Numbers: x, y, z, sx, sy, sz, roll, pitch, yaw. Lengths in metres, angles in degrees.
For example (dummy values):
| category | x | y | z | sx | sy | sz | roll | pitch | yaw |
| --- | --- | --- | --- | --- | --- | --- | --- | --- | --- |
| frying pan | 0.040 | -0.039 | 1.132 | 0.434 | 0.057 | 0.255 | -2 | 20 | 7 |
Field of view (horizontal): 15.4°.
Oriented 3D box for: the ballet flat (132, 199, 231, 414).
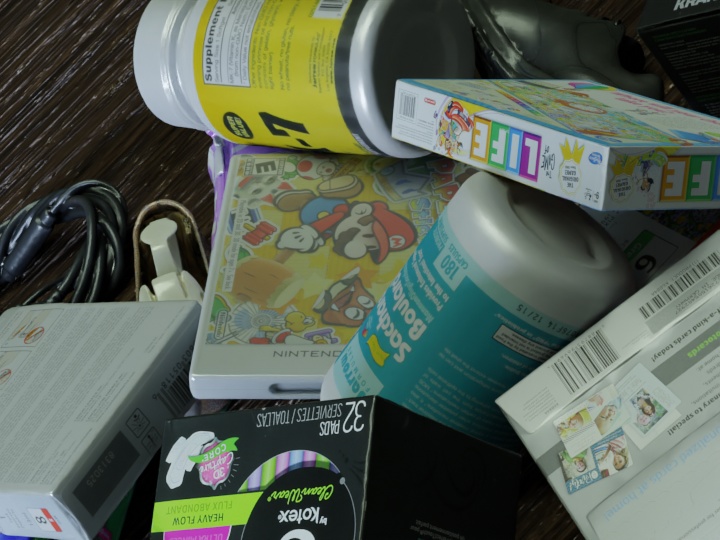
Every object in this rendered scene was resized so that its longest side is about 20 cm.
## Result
| category | x | y | z | sx | sy | sz | roll | pitch | yaw |
| --- | --- | --- | --- | --- | --- | --- | --- | --- | --- |
| ballet flat | -0.122 | 0.019 | 1.722 | 0.068 | 0.067 | 0.200 | -16 | 34 | -3 |

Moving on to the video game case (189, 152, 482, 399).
| category | x | y | z | sx | sy | sz | roll | pitch | yaw |
| --- | --- | --- | --- | --- | --- | --- | --- | --- | --- |
| video game case | 0.000 | 0.000 | 1.589 | 0.182 | 0.023 | 0.200 | 0 | 42 | 7 |

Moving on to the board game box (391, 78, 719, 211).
| category | x | y | z | sx | sy | sz | roll | pitch | yaw |
| --- | --- | --- | --- | --- | --- | --- | --- | --- | --- |
| board game box | 0.126 | -0.070 | 1.431 | 0.200 | 0.134 | 0.034 | 24 | 112 | 56 |

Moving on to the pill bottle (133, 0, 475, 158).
| category | x | y | z | sx | sy | sz | roll | pitch | yaw |
| --- | --- | --- | --- | --- | --- | --- | --- | --- | --- |
| pill bottle | -0.038 | -0.132 | 1.665 | 0.200 | 0.114 | 0.114 | 7 | 55 | 39 |

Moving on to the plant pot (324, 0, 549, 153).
| category | x | y | z | sx | sy | sz | roll | pitch | yaw |
| --- | --- | --- | --- | --- | --- | --- | --- | --- | --- |
| plant pot | 0.021 | -0.177 | 1.795 | 0.201 | 0.093 | 0.201 | -28 | 33 | 20 |

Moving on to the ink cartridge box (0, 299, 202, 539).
| category | x | y | z | sx | sy | sz | roll | pitch | yaw |
| --- | --- | --- | --- | --- | --- | --- | --- | --- | --- |
| ink cartridge box | -0.192 | 0.091 | 1.626 | 0.200 | 0.050 | 0.162 | -5 | 41 | 48 |

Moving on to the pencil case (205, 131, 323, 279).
| category | x | y | z | sx | sy | sz | roll | pitch | yaw |
| --- | --- | --- | --- | --- | --- | --- | --- | --- | --- |
| pencil case | -0.062 | -0.020 | 1.700 | 0.084 | 0.085 | 0.200 | -36 | 33 | 22 |

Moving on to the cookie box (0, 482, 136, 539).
| category | x | y | z | sx | sy | sz | roll | pitch | yaw |
| --- | --- | --- | --- | --- | --- | --- | --- | --- | --- |
| cookie box | -0.232 | 0.153 | 1.679 | 0.171 | 0.075 | 0.200 | -18 | 39 | 30 |

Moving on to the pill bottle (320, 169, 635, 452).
| category | x | y | z | sx | sy | sz | roll | pitch | yaw |
| --- | --- | --- | --- | --- | --- | --- | --- | --- | --- |
| pill bottle | 0.052 | 0.052 | 1.439 | 0.200 | 0.111 | 0.111 | -55 | 26 | 23 |

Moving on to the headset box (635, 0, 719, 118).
| category | x | y | z | sx | sy | sz | roll | pitch | yaw |
| --- | --- | --- | --- | --- | --- | --- | --- | --- | --- |
| headset box | 0.279 | -0.193 | 1.538 | 0.174 | 0.093 | 0.200 | -8 | 44 | 41 |

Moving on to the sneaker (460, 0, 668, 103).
| category | x | y | z | sx | sy | sz | roll | pitch | yaw |
| --- | --- | --- | --- | --- | --- | --- | --- | --- | --- |
| sneaker | 0.125 | -0.129 | 1.652 | 0.091 | 0.076 | 0.200 | -29 | 45 | -5 |

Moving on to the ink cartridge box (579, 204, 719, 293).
| category | x | y | z | sx | sy | sz | roll | pitch | yaw |
| --- | --- | --- | --- | --- | --- | --- | --- | --- | --- |
| ink cartridge box | 0.193 | -0.005 | 1.441 | 0.109 | 0.050 | 0.200 | -45 | 31 | -6 |

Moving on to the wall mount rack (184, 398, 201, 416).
| category | x | y | z | sx | sy | sz | roll | pitch | yaw |
| --- | --- | --- | --- | --- | --- | --- | --- | --- | --- |
| wall mount rack | -0.090 | 0.158 | 1.526 | 0.200 | 0.075 | 0.174 | 0 | 41 | 45 |

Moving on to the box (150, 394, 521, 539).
| category | x | y | z | sx | sy | sz | roll | pitch | yaw |
| --- | --- | --- | --- | --- | --- | --- | --- | --- | --- |
| box | -0.019 | 0.178 | 1.320 | 0.148 | 0.124 | 0.200 | -9 | 67 | 40 |

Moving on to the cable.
| category | x | y | z | sx | sy | sz | roll | pitch | yaw |
| --- | --- | --- | --- | --- | --- | --- | --- | --- | --- |
| cable | -0.243 | 0.015 | 1.896 | 0.200 | 0.051 | 0.163 | -47 | 27 | -5 |

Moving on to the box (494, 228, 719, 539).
| category | x | y | z | sx | sy | sz | roll | pitch | yaw |
| --- | --- | --- | --- | --- | --- | --- | --- | --- | --- |
| box | 0.176 | 0.090 | 1.314 | 0.156 | 0.041 | 0.200 | -38 | 44 | 5 |
